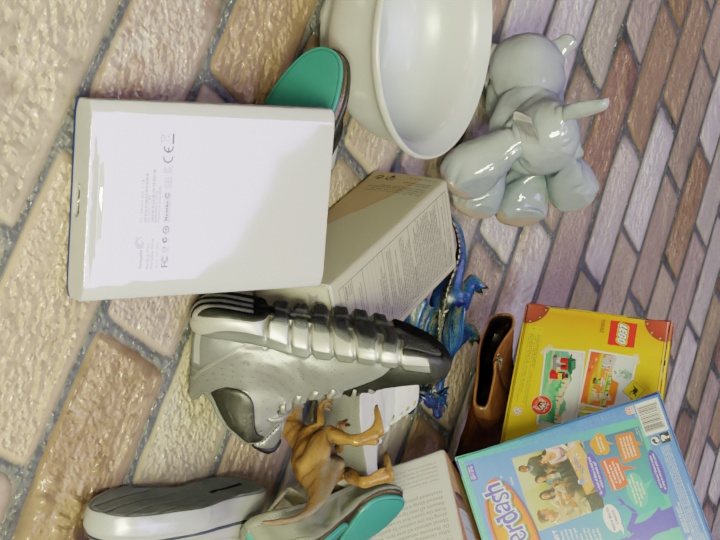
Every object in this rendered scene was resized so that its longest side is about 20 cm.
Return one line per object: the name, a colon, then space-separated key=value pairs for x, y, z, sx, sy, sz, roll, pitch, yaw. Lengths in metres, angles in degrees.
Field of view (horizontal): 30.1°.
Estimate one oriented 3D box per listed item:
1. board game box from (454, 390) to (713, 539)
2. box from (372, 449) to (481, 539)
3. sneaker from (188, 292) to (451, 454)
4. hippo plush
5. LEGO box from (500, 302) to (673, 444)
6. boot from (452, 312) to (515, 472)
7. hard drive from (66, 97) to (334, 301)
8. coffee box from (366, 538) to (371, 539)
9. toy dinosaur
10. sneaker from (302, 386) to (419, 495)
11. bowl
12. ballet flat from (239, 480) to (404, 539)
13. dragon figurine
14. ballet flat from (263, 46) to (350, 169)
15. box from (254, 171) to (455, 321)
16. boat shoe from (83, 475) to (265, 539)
board game box: x=0.204 y=0.215 z=1.231 sx=0.045 sy=0.200 sz=0.152 roll=58 pitch=15 yaw=-74
box: x=0.069 y=0.297 z=1.234 sx=0.152 sy=0.106 sz=0.200 roll=59 pitch=15 yaw=-50
sneaker: x=-0.037 y=0.088 z=1.021 sx=0.075 sy=0.199 sz=0.116 roll=-81 pitch=-178 yaw=-74
hippo plush: x=0.148 y=-0.154 z=1.326 sx=0.200 sy=0.159 sz=0.161 roll=77 pitch=4 yaw=-59
LEGO box: x=0.224 y=0.143 z=1.332 sx=0.077 sy=0.149 sz=0.200 roll=68 pitch=33 yaw=-62
boot: x=0.133 y=0.162 z=1.364 sx=0.200 sy=0.068 sz=0.189 roll=80 pitch=29 yaw=-68
hard drive: x=-0.107 y=-0.050 z=0.933 sx=0.200 sy=0.025 sz=0.132 roll=-3 pitch=102 yaw=-40
coffee box: x=-0.078 y=0.284 z=1.091 sx=0.200 sy=0.080 sz=0.113 roll=-8 pitch=106 yaw=-58
toy dinosaur: x=-0.028 y=0.155 z=1.051 sx=0.200 sy=0.106 sz=0.061 roll=-111 pitch=-171 yaw=-67
sneaker: x=0.010 y=0.150 z=1.209 sx=0.115 sy=0.074 sz=0.201 roll=-1 pitch=99 yaw=-57
bowl: x=0.028 y=-0.196 z=1.116 sx=0.201 sy=0.090 sz=0.202 roll=-25 pitch=119 yaw=-56
ballet flat: x=-0.028 y=0.193 z=1.074 sx=0.067 sy=0.064 sz=0.200 roll=-54 pitch=161 yaw=21
dragon figurine: x=0.080 y=0.047 z=1.301 sx=0.099 sy=0.059 sz=0.201 roll=-43 pitch=142 yaw=-58
ballet flat: x=-0.059 y=-0.076 z=1.038 sx=0.200 sy=0.068 sz=0.068 roll=-64 pitch=158 yaw=-7
box: x=0.000 y=0.000 z=1.140 sx=0.200 sy=0.078 sz=0.095 roll=-41 pitch=132 yaw=-47
boat shoe: x=-0.130 y=0.196 z=0.982 sx=0.200 sy=0.073 sz=0.067 roll=7 pitch=93 yaw=-60
